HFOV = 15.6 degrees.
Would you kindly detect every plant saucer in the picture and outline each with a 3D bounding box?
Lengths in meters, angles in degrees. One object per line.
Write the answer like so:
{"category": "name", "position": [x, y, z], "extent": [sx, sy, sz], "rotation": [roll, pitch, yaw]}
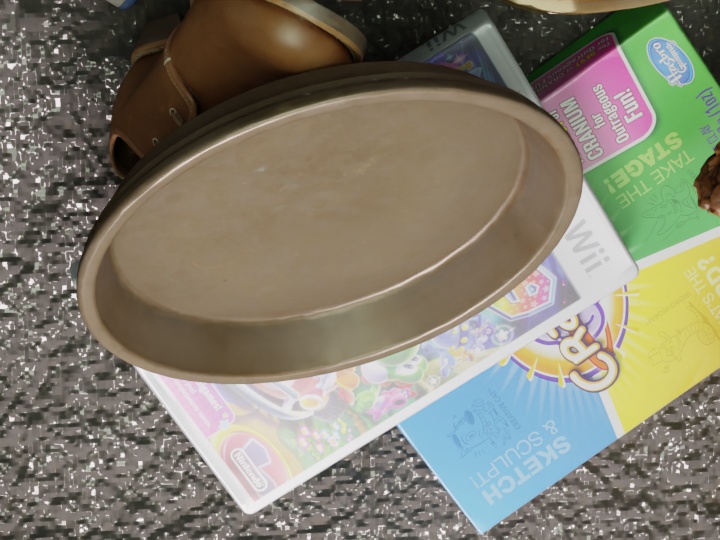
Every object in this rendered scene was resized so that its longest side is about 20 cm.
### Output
{"category": "plant saucer", "position": [-0.013, -0.019, 1.007], "extent": [0.199, 0.030, 0.200], "rotation": [-13, 151, -7]}

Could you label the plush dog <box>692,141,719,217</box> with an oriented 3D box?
{"category": "plush dog", "position": [0.237, -0.038, 1.075], "extent": [0.200, 0.160, 0.172], "rotation": [-39, 101, -21]}

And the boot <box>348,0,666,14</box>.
{"category": "boot", "position": [0.051, -0.180, 1.002], "extent": [0.199, 0.077, 0.156], "rotation": [3, 103, -2]}

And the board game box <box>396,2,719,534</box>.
{"category": "board game box", "position": [0.089, -0.002, 1.150], "extent": [0.200, 0.040, 0.153], "rotation": [-36, 109, 6]}

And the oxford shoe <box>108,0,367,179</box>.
{"category": "oxford shoe", "position": [-0.052, -0.067, 1.021], "extent": [0.071, 0.200, 0.072], "rotation": [28, 75, -13]}

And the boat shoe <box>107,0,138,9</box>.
{"category": "boat shoe", "position": [-0.071, -0.203, 1.046], "extent": [0.072, 0.072, 0.200], "rotation": [30, 103, -14]}

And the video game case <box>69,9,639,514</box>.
{"category": "video game case", "position": [0.000, 0.000, 1.094], "extent": [0.200, 0.018, 0.143], "rotation": [-32, 120, 4]}
